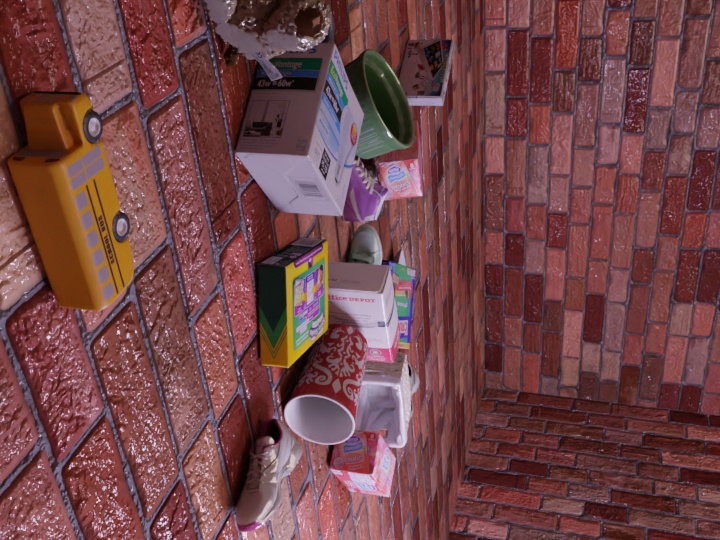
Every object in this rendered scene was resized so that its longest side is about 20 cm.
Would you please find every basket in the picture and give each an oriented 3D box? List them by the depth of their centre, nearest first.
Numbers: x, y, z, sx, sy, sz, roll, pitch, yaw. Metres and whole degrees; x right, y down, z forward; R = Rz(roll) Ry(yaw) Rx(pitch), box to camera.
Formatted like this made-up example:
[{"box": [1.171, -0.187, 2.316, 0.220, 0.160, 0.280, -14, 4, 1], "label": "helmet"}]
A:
[{"box": [0.046, 0.297, 1.851, 0.124, 0.134, 0.202, -68, 156, -55], "label": "basket"}]

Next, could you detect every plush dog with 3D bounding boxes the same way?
[{"box": [-0.127, -0.377, 1.074, 0.173, 0.198, 0.160, -65, -171, -27], "label": "plush dog"}]

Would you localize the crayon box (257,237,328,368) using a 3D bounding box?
[{"box": [-0.114, 0.050, 1.369, 0.200, 0.057, 0.175, -39, 133, -67], "label": "crayon box"}]

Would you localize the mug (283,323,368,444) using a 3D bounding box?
[{"box": [-0.071, 0.217, 1.508, 0.133, 0.177, 0.201, 43, 37, -21], "label": "mug"}]

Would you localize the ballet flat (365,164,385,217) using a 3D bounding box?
[{"box": [0.027, -0.181, 1.824, 0.200, 0.046, 0.068, 68, 11, -67], "label": "ballet flat"}]

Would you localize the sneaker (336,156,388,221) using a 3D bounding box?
[{"box": [0.002, -0.194, 1.600, 0.073, 0.113, 0.203, -59, 148, -53], "label": "sneaker"}]

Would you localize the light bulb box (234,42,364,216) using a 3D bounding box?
[{"box": [-0.090, -0.223, 1.261, 0.198, 0.123, 0.203, 57, 41, -63], "label": "light bulb box"}]

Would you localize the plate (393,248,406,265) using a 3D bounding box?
[{"box": [0.093, 0.078, 2.119, 0.201, 0.032, 0.202, 76, 24, -48], "label": "plate"}]

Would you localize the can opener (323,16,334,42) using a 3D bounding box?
[{"box": [-0.076, -0.364, 1.386, 0.053, 0.066, 0.202, -70, 162, -46], "label": "can opener"}]

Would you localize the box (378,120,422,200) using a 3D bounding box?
[{"box": [0.096, -0.263, 1.860, 0.201, 0.093, 0.104, -85, 167, -55], "label": "box"}]

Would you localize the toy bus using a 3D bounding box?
[{"box": [-0.280, -0.066, 0.763, 0.079, 0.064, 0.202, -60, 151, -52], "label": "toy bus"}]

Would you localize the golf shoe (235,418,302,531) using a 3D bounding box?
[{"box": [-0.162, 0.328, 1.284, 0.201, 0.074, 0.092, -66, 139, -53], "label": "golf shoe"}]

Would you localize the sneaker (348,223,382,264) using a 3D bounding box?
[{"box": [0.000, 0.000, 1.702, 0.118, 0.073, 0.203, -9, 105, -80], "label": "sneaker"}]

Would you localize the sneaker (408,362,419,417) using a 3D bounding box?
[{"box": [0.110, 0.341, 2.210, 0.201, 0.075, 0.088, -73, 147, -49], "label": "sneaker"}]

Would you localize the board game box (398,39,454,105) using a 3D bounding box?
[{"box": [0.168, -0.516, 2.052, 0.035, 0.125, 0.202, 65, 34, -57], "label": "board game box"}]

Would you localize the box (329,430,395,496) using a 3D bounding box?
[{"box": [0.009, 0.436, 1.784, 0.201, 0.101, 0.096, 64, 34, -58], "label": "box"}]

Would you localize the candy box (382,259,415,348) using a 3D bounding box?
[{"box": [0.063, 0.084, 1.903, 0.169, 0.076, 0.203, 15, 80, -62], "label": "candy box"}]

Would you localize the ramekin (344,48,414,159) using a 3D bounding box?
[{"box": [0.017, -0.317, 1.540, 0.200, 0.097, 0.202, 43, 36, -43], "label": "ramekin"}]

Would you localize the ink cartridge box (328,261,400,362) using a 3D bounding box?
[{"box": [-0.004, 0.084, 1.594, 0.085, 0.143, 0.202, -70, 158, -45], "label": "ink cartridge box"}]
